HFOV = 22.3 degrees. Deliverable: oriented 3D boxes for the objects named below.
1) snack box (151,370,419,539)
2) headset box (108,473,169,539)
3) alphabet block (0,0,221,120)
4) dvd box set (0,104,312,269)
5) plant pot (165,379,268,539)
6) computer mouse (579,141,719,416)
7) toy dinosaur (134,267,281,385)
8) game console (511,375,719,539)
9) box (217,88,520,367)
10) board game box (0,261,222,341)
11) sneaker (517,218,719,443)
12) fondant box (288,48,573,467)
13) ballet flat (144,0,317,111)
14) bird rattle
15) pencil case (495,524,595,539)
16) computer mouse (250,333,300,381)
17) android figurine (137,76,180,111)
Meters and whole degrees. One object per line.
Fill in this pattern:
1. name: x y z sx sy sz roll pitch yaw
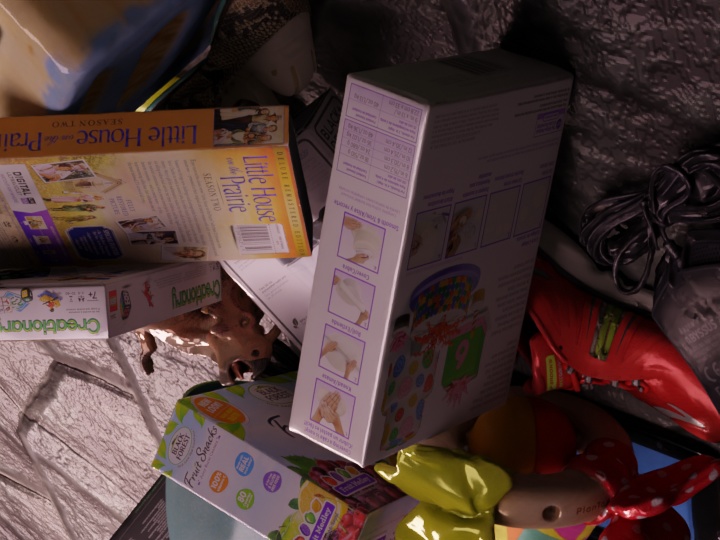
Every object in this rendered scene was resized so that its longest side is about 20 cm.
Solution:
1. snack box: -0.024 0.124 1.172 0.141 0.200 0.053 27 102 19
2. headset box: -0.076 0.224 1.435 0.200 0.175 0.093 40 -169 8
3. alphabet block: -0.191 -0.193 1.072 0.200 0.196 0.195 45 147 0
4. dvd box set: -0.130 -0.045 1.034 0.197 0.030 0.147 -3 157 4
5. plant pot: -0.057 0.185 1.291 0.199 0.200 0.136 30 106 23
6. computer mouse: 0.216 0.026 0.993 0.201 0.053 0.138 57 147 1
7. toy dinosaur: -0.129 -0.009 1.250 0.135 0.086 0.202 -25 86 19
8. game console: 0.135 0.185 1.209 0.199 0.174 0.119 19 167 36
9. box: 0.000 0.000 1.146 0.116 0.060 0.200 -36 105 31
10. board game box: -0.175 0.015 1.118 0.125 0.200 0.035 -2 95 15
11. sneaker: 0.134 0.050 1.075 0.199 0.085 0.077 33 148 19
12. fondant box: 0.039 -0.011 0.988 0.058 0.144 0.202 21 113 32
13. ballet flat: -0.068 -0.121 1.118 0.075 0.068 0.200 49 139 5
14. bird rattle: 0.106 0.111 1.064 0.163 0.198 0.114 -107 8 -61
15. pencil case: 0.079 0.194 1.193 0.088 0.088 0.201 36 118 13
16. computer mouse: -0.015 0.034 1.266 0.109 0.044 0.201 27 142 2
17. android figurine: -0.130 -0.062 1.300 0.199 0.041 0.183 16 139 35
